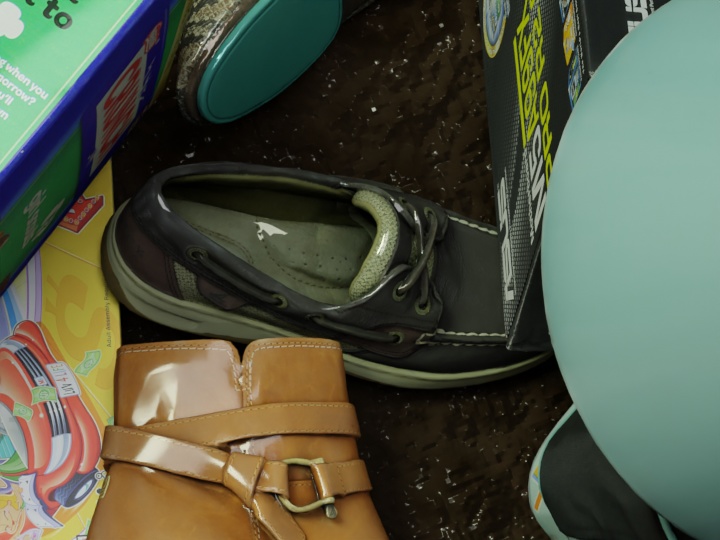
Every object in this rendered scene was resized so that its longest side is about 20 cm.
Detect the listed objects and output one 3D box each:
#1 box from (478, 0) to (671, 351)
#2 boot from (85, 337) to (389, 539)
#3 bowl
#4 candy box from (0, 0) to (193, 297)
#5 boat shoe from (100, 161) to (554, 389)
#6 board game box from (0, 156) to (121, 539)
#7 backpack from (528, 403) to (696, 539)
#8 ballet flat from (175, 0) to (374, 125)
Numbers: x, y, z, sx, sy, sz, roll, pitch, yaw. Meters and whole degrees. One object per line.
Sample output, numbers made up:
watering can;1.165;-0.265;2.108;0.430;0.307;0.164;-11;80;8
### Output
box;0.084;-0.095;0.917;0.044;0.161;0.201;4;54;-7
boot;-0.008;0.106;0.912;0.198;0.077;0.157;3;68;-14
bowl;0.169;-0.004;0.762;0.199;0.105;0.203;2;85;-24
candy box;-0.145;-0.042;0.856;0.077;0.169;0.201;35;72;1
boat shoe;-0.001;-0.001;0.941;0.199;0.066;0.072;10;66;-16
board game box;-0.161;0.030;0.939;0.133;0.034;0.202;-3;73;-8
backpack;0.176;0.088;0.897;0.200;0.153;0.176;46;69;-15
ballet flat;-0.018;-0.135;1.002;0.200;0.068;0.075;-38;59;-22
